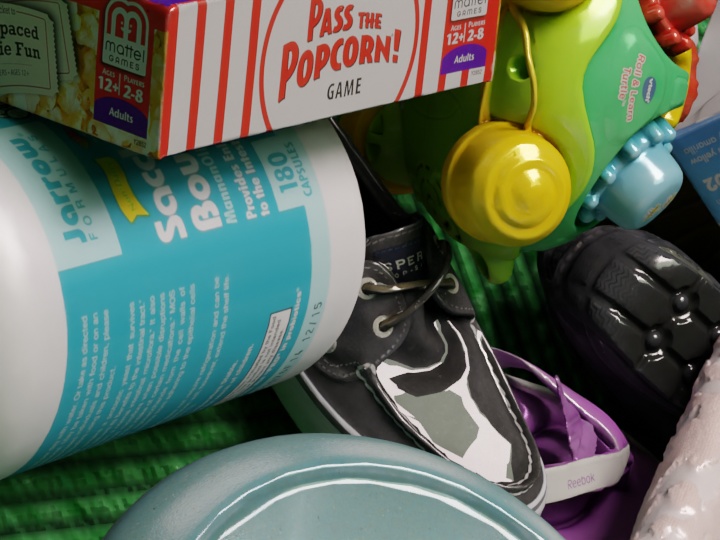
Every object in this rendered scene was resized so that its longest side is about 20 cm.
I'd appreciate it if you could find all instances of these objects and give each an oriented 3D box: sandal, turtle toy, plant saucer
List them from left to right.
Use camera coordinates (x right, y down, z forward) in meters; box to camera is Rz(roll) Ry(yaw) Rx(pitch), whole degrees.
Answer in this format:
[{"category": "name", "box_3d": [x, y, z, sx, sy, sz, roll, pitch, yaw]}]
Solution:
[{"category": "plant saucer", "box_3d": [0.009, 0.131, 0.811, 0.199, 0.027, 0.201, 13, 55, -18]}, {"category": "sandal", "box_3d": [0.051, 0.057, 0.980, 0.202, 0.050, 0.083, 28, 48, -26]}, {"category": "turtle toy", "box_3d": [0.068, -0.093, 0.935, 0.100, 0.146, 0.201, 6, 100, -20]}]

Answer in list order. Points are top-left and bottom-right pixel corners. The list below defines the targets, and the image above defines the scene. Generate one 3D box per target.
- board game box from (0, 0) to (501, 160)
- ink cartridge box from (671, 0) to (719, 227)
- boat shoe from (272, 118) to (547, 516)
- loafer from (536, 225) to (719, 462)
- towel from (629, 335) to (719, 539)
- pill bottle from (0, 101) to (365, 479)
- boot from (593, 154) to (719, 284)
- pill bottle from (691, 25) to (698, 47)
[{"category": "board game box", "box_3d": [-0.079, -0.091, 0.856, 0.151, 0.199, 0.047, -17, 119, -48]}, {"category": "ink cartridge box", "box_3d": [0.202, -0.012, 1.046, 0.200, 0.068, 0.115, 54, 35, -19]}, {"category": "boat shoe", "box_3d": [0.000, 0.000, 0.919, 0.070, 0.066, 0.200, -22, 68, -37]}, {"category": "loafer", "box_3d": [0.139, 0.050, 1.058, 0.068, 0.070, 0.201, -49, 122, -5]}, {"category": "towel", "box_3d": [0.138, 0.151, 0.970, 0.192, 0.032, 0.200, 63, 37, -29]}, {"category": "pill bottle", "box_3d": [-0.098, 0.001, 0.828, 0.199, 0.111, 0.111, -18, 78, -48]}, {"category": "boot", "box_3d": [0.164, -0.040, 1.134, 0.200, 0.073, 0.156, 39, 45, -23]}, {"category": "pill bottle", "box_3d": [0.063, -0.172, 1.058, 0.111, 0.111, 0.202, -2, 83, -44]}]
